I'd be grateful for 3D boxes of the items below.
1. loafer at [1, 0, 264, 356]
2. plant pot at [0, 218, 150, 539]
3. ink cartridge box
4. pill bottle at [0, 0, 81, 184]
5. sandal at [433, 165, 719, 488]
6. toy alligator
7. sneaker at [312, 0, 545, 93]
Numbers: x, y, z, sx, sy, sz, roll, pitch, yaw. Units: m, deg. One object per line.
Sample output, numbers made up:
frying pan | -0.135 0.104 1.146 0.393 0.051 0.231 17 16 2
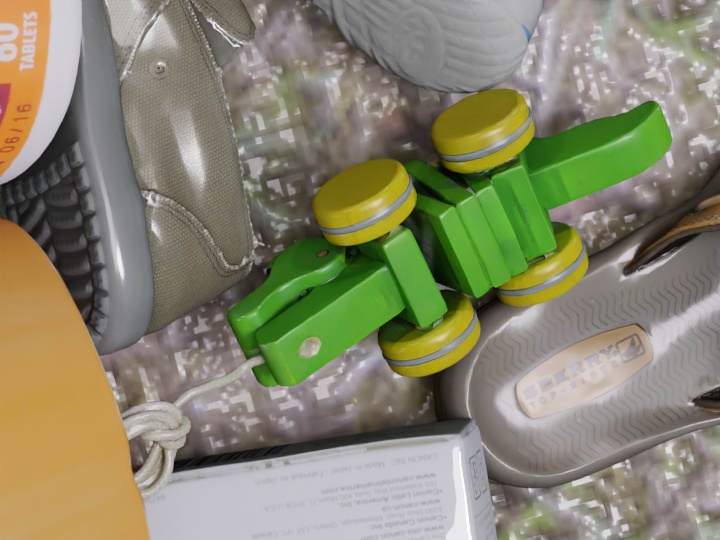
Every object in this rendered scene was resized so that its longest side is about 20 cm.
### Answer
loafer | -0.074 -0.077 0.803 0.069 0.075 0.201 -7 90 -37
plant pot | -0.162 0.072 0.737 0.182 0.200 0.201 -18 92 -21
ink cartridge box | -0.005 0.151 0.802 0.108 0.050 0.201 -9 92 9
pill bottle | -0.183 -0.069 0.723 0.199 0.109 0.110 -7 91 -37
sandal | 0.113 0.002 0.820 0.199 0.055 0.082 -27 92 -4
toy alligator | 0.000 0.000 0.805 0.199 0.054 0.060 -31 115 -11
sneaker | -0.019 -0.124 0.769 0.200 0.072 0.073 37 47 -39
